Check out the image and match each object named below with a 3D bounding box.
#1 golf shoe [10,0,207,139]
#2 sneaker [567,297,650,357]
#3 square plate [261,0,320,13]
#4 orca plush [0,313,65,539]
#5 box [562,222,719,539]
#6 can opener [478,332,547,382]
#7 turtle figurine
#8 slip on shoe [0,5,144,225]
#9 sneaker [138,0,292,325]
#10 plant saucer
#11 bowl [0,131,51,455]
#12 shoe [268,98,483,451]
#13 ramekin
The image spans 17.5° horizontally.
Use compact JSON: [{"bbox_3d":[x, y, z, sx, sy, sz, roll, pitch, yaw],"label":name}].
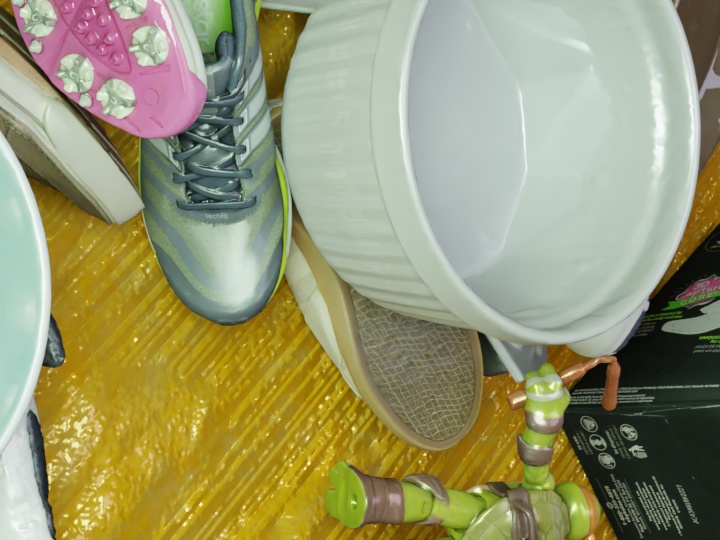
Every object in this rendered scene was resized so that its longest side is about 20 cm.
[{"bbox_3d":[-0.119,-0.145,1.004,0.200,0.075,0.091,54,30,10],"label":"golf shoe"},{"bbox_3d":[0.079,-0.048,1.228,0.129,0.079,0.200,-7,91,-44],"label":"sneaker"},{"bbox_3d":[-0.004,-0.214,1.168,0.200,0.028,0.199,6,77,-31],"label":"square plate"},{"bbox_3d":[-0.154,0.058,0.986,0.200,0.105,0.071,51,9,0],"label":"orca plush"},{"bbox_3d":[0.234,0.078,1.339,0.200,0.124,0.149,-44,116,-37],"label":"box"},{"bbox_3d":[0.033,-0.022,1.186,0.200,0.067,0.053,55,38,-23],"label":"can opener"},{"bbox_3d":[0.059,0.136,1.170,0.161,0.064,0.200,-6,130,-28],"label":"turtle figurine"},{"bbox_3d":[-0.169,-0.080,0.998,0.061,0.076,0.200,-38,133,5],"label":"slip on shoe"},{"bbox_3d":[-0.074,-0.073,1.055,0.081,0.074,0.201,-72,154,-84],"label":"sneaker"},{"bbox_3d":[0.188,-0.130,1.321,0.200,0.029,0.200,-49,152,-39],"label":"plant saucer"},{"bbox_3d":[-0.227,0.009,0.877,0.200,0.105,0.201,2,86,-31],"label":"bowl"},{"bbox_3d":[0.000,0.000,1.154,0.070,0.053,0.200,-33,110,-14],"label":"shoe"},{"bbox_3d":[0.055,-0.067,1.084,0.200,0.105,0.201,0,90,-43],"label":"ramekin"}]
